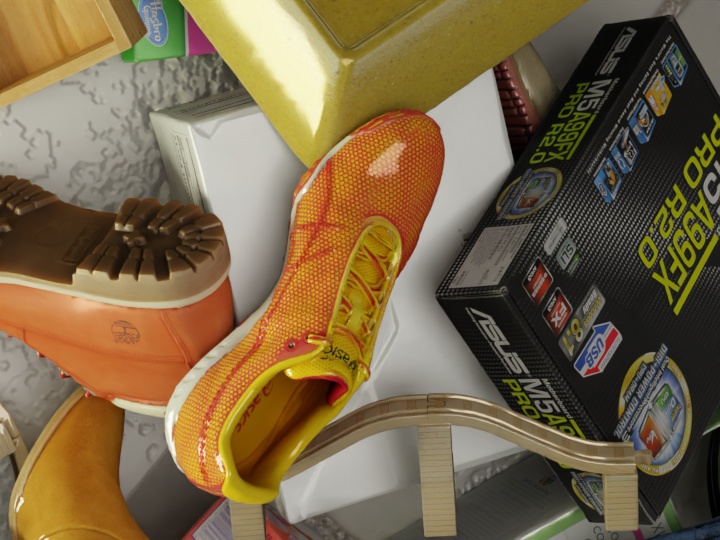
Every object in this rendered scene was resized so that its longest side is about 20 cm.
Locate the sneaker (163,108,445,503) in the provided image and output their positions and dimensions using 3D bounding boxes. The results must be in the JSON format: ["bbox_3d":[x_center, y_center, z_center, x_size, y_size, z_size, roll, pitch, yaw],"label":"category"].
[{"bbox_3d":[-0.011,0.019,1.168,0.073,0.077,0.200,31,86,-39],"label":"sneaker"}]

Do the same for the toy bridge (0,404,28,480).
[{"bbox_3d":[-0.202,0.093,1.264,0.067,0.027,0.201,-26,102,-14],"label":"toy bridge"}]

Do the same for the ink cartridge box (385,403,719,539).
[{"bbox_3d":[0.105,0.135,1.321,0.200,0.104,0.059,-29,103,-11],"label":"ink cartridge box"}]

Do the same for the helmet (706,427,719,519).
[{"bbox_3d":[0.274,0.101,1.319,0.199,0.191,0.200,-19,145,-14],"label":"helmet"}]

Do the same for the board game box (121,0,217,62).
[{"bbox_3d":[-0.029,-0.192,1.282,0.199,0.040,0.154,-9,98,-14],"label":"board game box"}]

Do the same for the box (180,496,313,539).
[{"bbox_3d":[-0.080,0.221,1.251,0.200,0.103,0.095,-48,143,1],"label":"box"}]

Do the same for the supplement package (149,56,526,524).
[{"bbox_3d":[0.000,0.000,1.274,0.155,0.111,0.201,-16,101,-13],"label":"supplement package"}]

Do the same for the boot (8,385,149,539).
[{"bbox_3d":[-0.102,0.150,1.208,0.144,0.071,0.202,10,58,18],"label":"boot"}]

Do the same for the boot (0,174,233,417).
[{"bbox_3d":[-0.149,0.018,1.228,0.075,0.199,0.107,-54,145,-41],"label":"boot"}]

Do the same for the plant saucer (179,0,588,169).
[{"bbox_3d":[0.003,-0.178,1.208,0.200,0.048,0.200,-35,82,-16],"label":"plant saucer"}]

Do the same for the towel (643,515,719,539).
[{"bbox_3d":[0.141,0.204,1.295,0.111,0.049,0.200,-14,144,-29],"label":"towel"}]

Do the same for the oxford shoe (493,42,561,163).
[{"bbox_3d":[0.111,-0.056,1.325,0.075,0.070,0.200,-37,116,-19],"label":"oxford shoe"}]

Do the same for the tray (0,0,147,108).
[{"bbox_3d":[-0.192,-0.181,1.222,0.098,0.037,0.200,-23,102,17],"label":"tray"}]

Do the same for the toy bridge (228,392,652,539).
[{"bbox_3d":[0.036,0.091,1.192,0.199,0.027,0.067,-3,118,3],"label":"toy bridge"}]

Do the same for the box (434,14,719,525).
[{"bbox_3d":[0.133,-0.002,1.257,0.160,0.044,0.200,55,51,-28],"label":"box"}]
